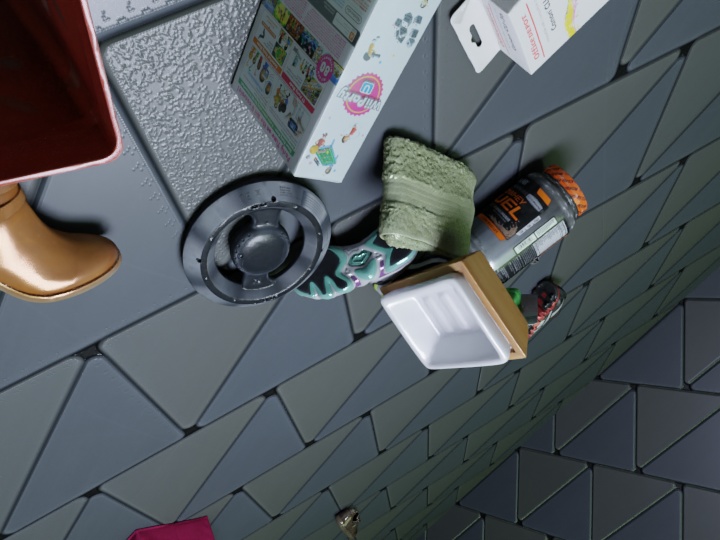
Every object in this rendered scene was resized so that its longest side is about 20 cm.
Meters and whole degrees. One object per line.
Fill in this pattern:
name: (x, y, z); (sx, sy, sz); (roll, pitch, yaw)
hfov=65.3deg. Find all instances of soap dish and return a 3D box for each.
soap dish: (0.133, 0.061, 0.810); (0.081, 0.158, 0.199); (-41, -170, -31)

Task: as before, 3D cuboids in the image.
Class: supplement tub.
supplement tub: (0.274, -0.079, 0.957); (0.199, 0.123, 0.123); (-38, 147, 4)

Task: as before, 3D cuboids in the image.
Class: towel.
towel: (0.099, -0.096, 0.778); (0.036, 0.152, 0.198); (-4, 170, 44)

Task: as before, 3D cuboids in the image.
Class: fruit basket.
fruit basket: (0.217, 0.072, 0.985); (0.181, 0.096, 0.200); (0, -174, 17)

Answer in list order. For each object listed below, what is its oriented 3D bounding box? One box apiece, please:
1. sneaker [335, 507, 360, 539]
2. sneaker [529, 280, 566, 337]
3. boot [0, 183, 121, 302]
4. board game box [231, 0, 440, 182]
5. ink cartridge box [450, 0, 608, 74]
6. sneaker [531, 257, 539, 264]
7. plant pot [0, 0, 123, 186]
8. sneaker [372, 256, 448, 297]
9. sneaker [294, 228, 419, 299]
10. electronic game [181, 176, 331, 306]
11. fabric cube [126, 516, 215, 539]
sneaker: (-0.027, 0.865, 1.928); (0.075, 0.071, 0.201); (-31, 148, -7)
sneaker: (0.437, 0.110, 1.392); (0.097, 0.071, 0.202); (2, 131, -40)
boot: (-0.315, -0.048, 0.509); (0.197, 0.074, 0.156); (-10, 136, -38)
board game box: (-0.029, -0.206, 0.497); (0.064, 0.148, 0.201); (-1, 135, -44)
ink cartridge box: (0.209, -0.316, 0.647); (0.200, 0.068, 0.116); (-43, 147, 12)
sneaker: (0.299, -0.032, 1.076); (0.076, 0.082, 0.202); (-13, 141, -30)
plant pot: (-0.267, -0.170, 0.298); (0.197, 0.177, 0.202); (-19, 144, -24)
sneaker: (0.103, 0.031, 0.976); (0.197, 0.083, 0.072); (-6, 138, -38)
sneaker: (0.000, 0.000, 0.854); (0.196, 0.079, 0.140); (-16, 168, 8)
electronic game: (-0.129, -0.031, 0.723); (0.197, 0.042, 0.202); (-18, 137, -17)
fabric cube: (-0.428, 0.699, 1.232); (0.198, 0.200, 0.197); (15, 122, -50)
